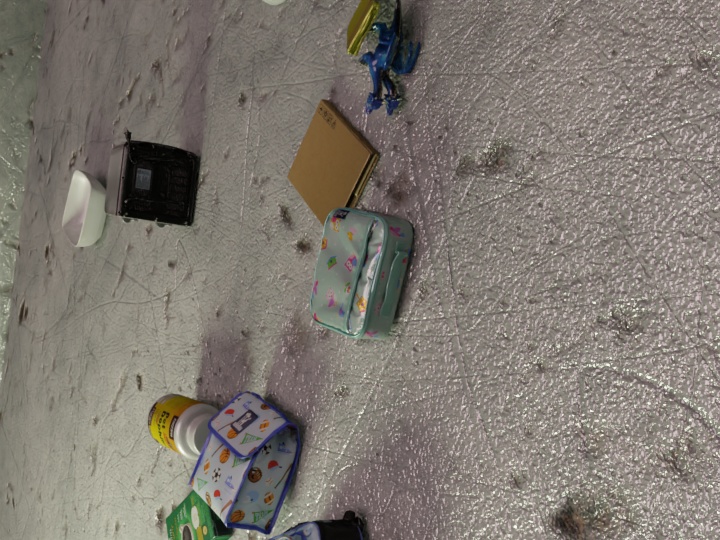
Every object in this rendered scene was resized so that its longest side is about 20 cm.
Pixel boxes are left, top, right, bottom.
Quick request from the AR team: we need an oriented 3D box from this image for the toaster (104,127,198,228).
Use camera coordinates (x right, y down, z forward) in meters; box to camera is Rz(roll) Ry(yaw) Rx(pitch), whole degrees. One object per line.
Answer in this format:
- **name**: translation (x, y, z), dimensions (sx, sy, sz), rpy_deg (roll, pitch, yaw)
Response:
- **toaster**: translation (-0.473, -0.201, 1.803), dimensions (0.118, 0.180, 0.202), rpy_deg (4, 88, 54)

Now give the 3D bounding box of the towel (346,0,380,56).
- **towel**: translation (0.005, -0.403, 1.271), dimensions (0.086, 0.018, 0.200), rpy_deg (-57, 15, 23)

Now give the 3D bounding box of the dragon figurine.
- **dragon figurine**: translation (0.051, -0.340, 1.234), dimensions (0.099, 0.059, 0.201), rpy_deg (49, 122, 45)

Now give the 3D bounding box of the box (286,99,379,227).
- **box**: translation (-0.053, -0.178, 1.374), dimensions (0.200, 0.021, 0.164), rpy_deg (53, 125, 43)

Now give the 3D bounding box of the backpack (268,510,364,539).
- **backpack**: translation (-0.092, 0.480, 1.210), dimensions (0.200, 0.146, 0.184), rpy_deg (-39, 52, 46)

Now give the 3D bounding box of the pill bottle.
- **pill bottle**: translation (-0.343, 0.314, 1.601), dimensions (0.199, 0.109, 0.110), rpy_deg (2, 85, 53)

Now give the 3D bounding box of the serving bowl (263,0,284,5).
- **serving bowl**: translation (-0.175, -0.635, 1.580), dimensions (0.200, 0.065, 0.202), rpy_deg (-11, 76, 52)

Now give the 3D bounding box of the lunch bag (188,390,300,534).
- **lunch bag**: translation (-0.200, 0.329, 1.406), dimensions (0.170, 0.123, 0.201), rpy_deg (23, 89, 52)

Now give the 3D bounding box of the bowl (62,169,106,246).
- **bowl**: translation (-0.789, -0.179, 2.308), dimensions (0.199, 0.074, 0.201), rpy_deg (34, 112, 50)

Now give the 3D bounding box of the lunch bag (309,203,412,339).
- **lunch bag**: translation (0.000, 0.000, 1.227), dimensions (0.160, 0.077, 0.201), rpy_deg (19, 99, 53)

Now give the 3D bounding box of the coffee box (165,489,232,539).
- **coffee box**: translation (-0.327, 0.514, 1.600), dimensions (0.200, 0.044, 0.123), rpy_deg (-49, 48, 36)
